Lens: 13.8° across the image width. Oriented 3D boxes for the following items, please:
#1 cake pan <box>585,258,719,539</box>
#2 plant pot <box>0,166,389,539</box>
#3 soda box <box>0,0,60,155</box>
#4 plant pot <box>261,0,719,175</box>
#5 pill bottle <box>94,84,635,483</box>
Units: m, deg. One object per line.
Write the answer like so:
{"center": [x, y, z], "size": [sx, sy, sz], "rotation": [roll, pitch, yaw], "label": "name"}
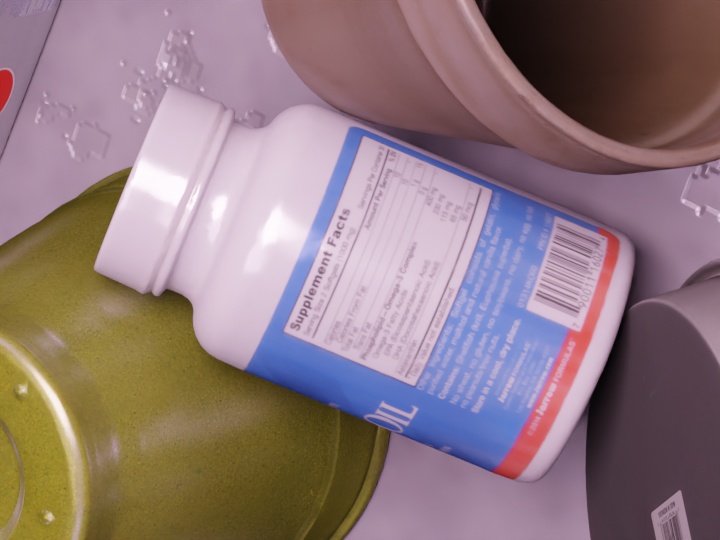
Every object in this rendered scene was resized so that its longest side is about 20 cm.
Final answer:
{"center": [0.136, 0.096, 1.150], "size": [0.200, 0.037, 0.201], "rotation": [175, 90, -72], "label": "cake pan"}
{"center": [-0.118, 0.065, 1.266], "size": [0.200, 0.193, 0.201], "rotation": [6, 103, 27], "label": "plant pot"}
{"center": [-0.206, -0.065, 1.363], "size": [0.068, 0.063, 0.200], "rotation": [32, 114, 19], "label": "soda box"}
{"center": [0.053, -0.128, 1.143], "size": [0.173, 0.200, 0.200], "rotation": [-9, 96, 53], "label": "plant pot"}
{"center": [0.000, 0.000, 1.196], "size": [0.200, 0.112, 0.112], "rotation": [23, 112, -3], "label": "pill bottle"}
